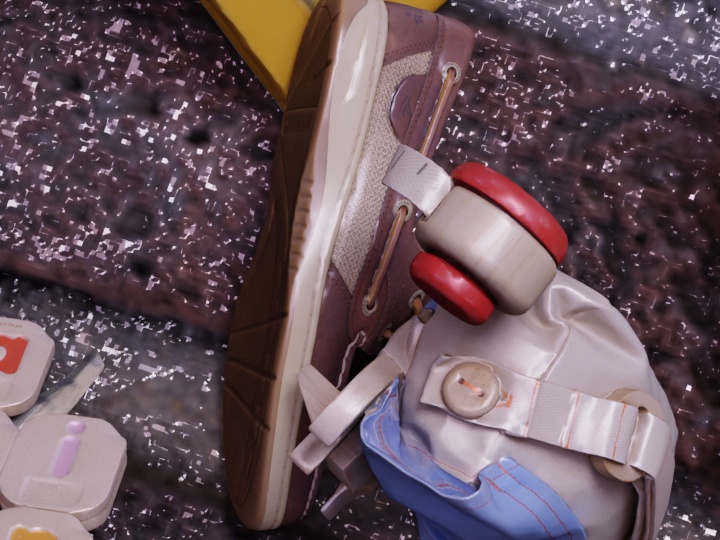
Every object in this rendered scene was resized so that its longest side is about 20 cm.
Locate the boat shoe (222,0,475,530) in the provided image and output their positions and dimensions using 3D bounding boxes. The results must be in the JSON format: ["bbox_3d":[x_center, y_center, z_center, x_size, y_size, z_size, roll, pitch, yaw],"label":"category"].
[{"bbox_3d":[0.000,0.000,1.013,0.072,0.072,0.201,11,90,-18],"label":"boat shoe"}]

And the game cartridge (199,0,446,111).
[{"bbox_3d":[0.004,-0.180,1.020,0.200,0.032,0.177,-42,123,-7],"label":"game cartridge"}]

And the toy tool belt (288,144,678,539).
[{"bbox_3d":[0.037,0.057,0.942,0.125,0.200,0.123,34,80,28],"label":"toy tool belt"}]

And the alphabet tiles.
[{"bbox_3d":[-0.188,0.079,0.975,0.199,0.015,0.196,6,40,7],"label":"alphabet tiles"}]

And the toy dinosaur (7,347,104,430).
[{"bbox_3d":[-0.171,0.105,1.013,0.199,0.047,0.088,-24,72,-7],"label":"toy dinosaur"}]
